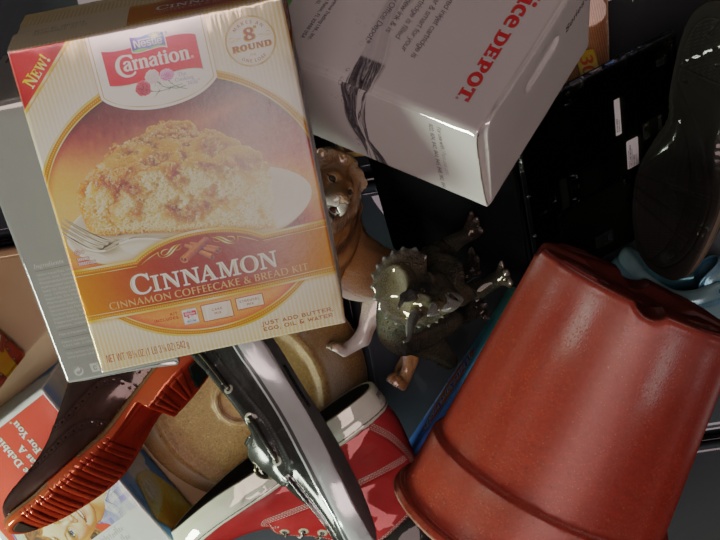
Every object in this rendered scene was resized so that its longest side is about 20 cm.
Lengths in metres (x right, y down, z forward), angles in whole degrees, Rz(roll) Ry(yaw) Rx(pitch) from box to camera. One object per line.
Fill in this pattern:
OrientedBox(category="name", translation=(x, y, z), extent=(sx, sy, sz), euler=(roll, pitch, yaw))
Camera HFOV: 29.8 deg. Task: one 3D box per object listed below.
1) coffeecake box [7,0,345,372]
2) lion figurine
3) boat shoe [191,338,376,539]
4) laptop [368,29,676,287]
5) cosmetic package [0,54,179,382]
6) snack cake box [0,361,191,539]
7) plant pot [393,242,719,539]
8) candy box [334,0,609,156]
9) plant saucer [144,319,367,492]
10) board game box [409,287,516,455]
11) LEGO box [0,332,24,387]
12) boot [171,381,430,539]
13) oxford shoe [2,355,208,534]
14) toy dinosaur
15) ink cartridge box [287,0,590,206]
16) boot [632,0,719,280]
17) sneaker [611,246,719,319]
OrientedBox(category="coffeecake box", translation=(-0.100, -0.058, 0.789), extent=(0.151, 0.073, 0.203), euler=(-11, 116, 0))
OrientedBox(category="lion figurine", translation=(0.000, 0.000, 0.999), extent=(0.199, 0.072, 0.124), euler=(36, 81, -47))
OrientedBox(category="boat shoe", translation=(-0.057, 0.114, 0.958), extent=(0.056, 0.069, 0.202), euler=(-32, 81, 4))
OrientedBox(category="laptop", translation=(0.116, -0.083, 0.957), extent=(0.198, 0.104, 0.178), euler=(-27, 139, -8))
OrientedBox(category="cosmetic package", translation=(-0.179, -0.041, 0.889), extent=(0.089, 0.107, 0.202), euler=(-9, 119, 4))
OrientedBox(category="snack cake box", translation=(-0.222, 0.187, 1.081), extent=(0.114, 0.067, 0.201), euler=(-35, 102, 14))
OrientedBox(category="plant pot", translation=(0.150, 0.099, 0.926), extent=(0.198, 0.201, 0.198), euler=(23, 101, -4))
OrientedBox(category="candy box", translation=(0.077, -0.149, 0.965), extent=(0.197, 0.055, 0.117), euler=(-4, 110, 5))
OrientedBox(category="plant saucer", translation=(-0.093, 0.096, 1.062), extent=(0.197, 0.035, 0.203), euler=(1, 108, 3))
OrientedBox(category="board game box", translation=(0.129, 0.132, 1.055), extent=(0.151, 0.045, 0.201), euler=(30, 106, -6))
OrientedBox(category="LEGO box", translation=(-0.388, 0.059, 1.046), extent=(0.200, 0.077, 0.149), euler=(44, 105, -10))
OrientedBox(category="boot", translation=(-0.034, 0.197, 1.029), extent=(0.199, 0.072, 0.145), euler=(-32, 98, 8))
OrientedBox(category="oxford shoe", translation=(-0.198, 0.111, 1.010), extent=(0.200, 0.071, 0.072), euler=(-45, 70, -8))
OrientedBox(category="toy dinosaur", translation=(0.046, 0.021, 0.952), extent=(0.101, 0.200, 0.078), euler=(-22, 75, -14))
OrientedBox(category="ink cartridge box", translation=(0.027, -0.149, 0.850), extent=(0.198, 0.084, 0.146), euler=(25, 67, 22))
OrientedBox(category="boot", translation=(0.269, -0.096, 0.929), extent=(0.149, 0.073, 0.203), euler=(-17, 127, -35))
OrientedBox(category="sneaker", translation=(0.272, 0.036, 1.001), extent=(0.197, 0.074, 0.083), euler=(15, 112, -2))
